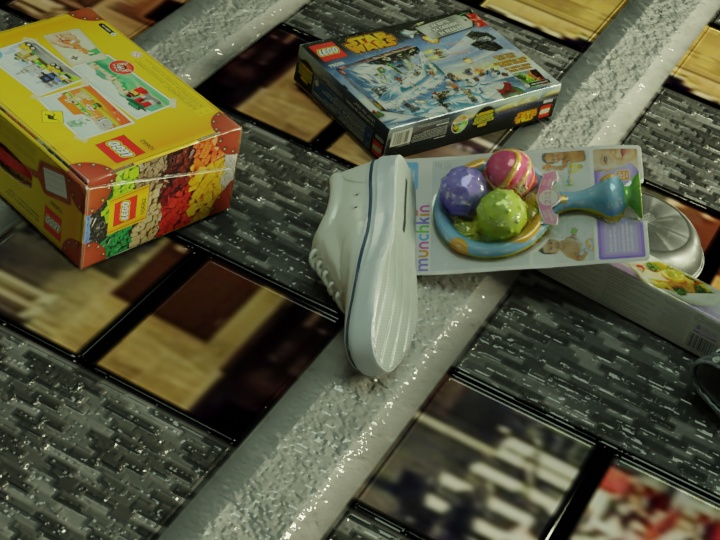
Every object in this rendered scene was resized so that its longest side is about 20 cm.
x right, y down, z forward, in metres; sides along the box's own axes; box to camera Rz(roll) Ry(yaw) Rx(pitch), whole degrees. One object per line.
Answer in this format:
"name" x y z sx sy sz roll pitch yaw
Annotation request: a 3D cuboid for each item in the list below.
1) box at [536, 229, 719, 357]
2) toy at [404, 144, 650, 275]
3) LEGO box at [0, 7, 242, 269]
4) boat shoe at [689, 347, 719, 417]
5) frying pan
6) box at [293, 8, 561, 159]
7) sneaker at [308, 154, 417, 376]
"box" 0.200 0.004 1.195 0.199 0.042 0.039 28 40 20
"toy" 0.117 -0.058 1.180 0.198 0.047 0.116 -1 52 6
"LEGO box" -0.211 -0.107 1.183 0.148 0.078 0.200 -25 51 -38
"boat shoe" 0.304 0.117 1.058 0.067 0.072 0.200 -11 41 -31
"frying pan" 0.214 -0.054 1.286 0.114 0.031 0.191 -5 44 -24
"box" 0.060 -0.167 1.369 0.199 0.040 0.137 -17 48 -33
"sneaker" 0.000 0.000 1.131 0.070 0.073 0.201 -14 41 19
